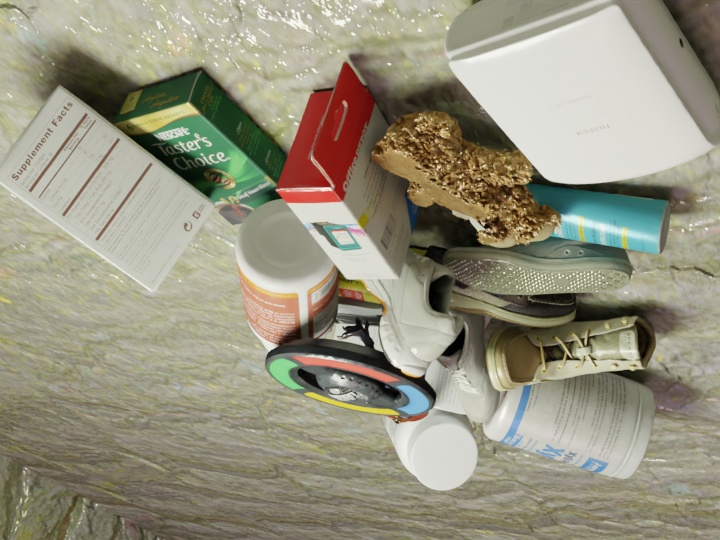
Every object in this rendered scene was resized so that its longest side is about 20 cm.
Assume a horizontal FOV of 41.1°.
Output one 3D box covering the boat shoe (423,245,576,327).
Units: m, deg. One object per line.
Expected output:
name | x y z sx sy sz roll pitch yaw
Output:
boat shoe | 0.159 0.014 1.084 0.197 0.072 0.067 9 113 -13

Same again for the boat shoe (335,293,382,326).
boat shoe | -0.041 0.037 1.237 0.195 0.075 0.069 2 143 8

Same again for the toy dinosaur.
toy dinosaur | 0.042 0.135 1.167 0.104 0.201 0.183 -26 115 4

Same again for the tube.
tube | 0.205 -0.057 0.957 0.197 0.051 0.078 11 143 27

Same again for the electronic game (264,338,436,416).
electronic game | -0.012 0.125 1.075 0.196 0.042 0.201 13 158 5

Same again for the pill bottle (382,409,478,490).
pill bottle | 0.100 0.231 1.378 0.112 0.115 0.200 22 -173 -11

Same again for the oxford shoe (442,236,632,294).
oxford shoe | 0.185 -0.013 1.013 0.196 0.059 0.075 0 152 14

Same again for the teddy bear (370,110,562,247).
teddy bear | 0.106 -0.087 0.917 0.198 0.068 0.145 29 163 -8

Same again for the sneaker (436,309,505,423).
sneaker | 0.122 0.107 1.166 0.075 0.092 0.203 5 119 34

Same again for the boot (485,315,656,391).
boot | 0.246 0.093 1.112 0.153 0.074 0.199 -8 179 36

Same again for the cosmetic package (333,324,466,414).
cosmetic package | 0.060 0.126 1.297 0.196 0.103 0.071 11 174 13

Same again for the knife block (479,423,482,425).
knife block | 0.244 0.187 1.364 0.173 0.065 0.200 -6 145 36

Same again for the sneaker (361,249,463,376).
sneaker | 0.055 0.007 1.014 0.092 0.202 0.075 -39 144 27

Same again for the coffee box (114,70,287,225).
coffee box | -0.154 -0.124 1.032 0.121 0.045 0.200 -5 146 36

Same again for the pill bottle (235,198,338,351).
pill bottle | -0.079 0.019 1.080 0.110 0.114 0.201 14 150 6

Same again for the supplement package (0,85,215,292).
supplement package | -0.272 -0.084 1.024 0.199 0.118 0.117 38 173 -14

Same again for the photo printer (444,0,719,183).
photo printer | 0.185 -0.146 0.768 0.164 0.070 0.200 -9 143 41

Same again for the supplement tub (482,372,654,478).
supplement tub | 0.271 0.185 1.269 0.197 0.134 0.132 18 153 0

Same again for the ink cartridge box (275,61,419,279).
ink cartridge box | -0.013 -0.092 0.932 0.066 0.118 0.200 1 148 29

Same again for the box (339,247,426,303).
box | 0.000 0.000 1.169 0.196 0.051 0.076 10 152 13
